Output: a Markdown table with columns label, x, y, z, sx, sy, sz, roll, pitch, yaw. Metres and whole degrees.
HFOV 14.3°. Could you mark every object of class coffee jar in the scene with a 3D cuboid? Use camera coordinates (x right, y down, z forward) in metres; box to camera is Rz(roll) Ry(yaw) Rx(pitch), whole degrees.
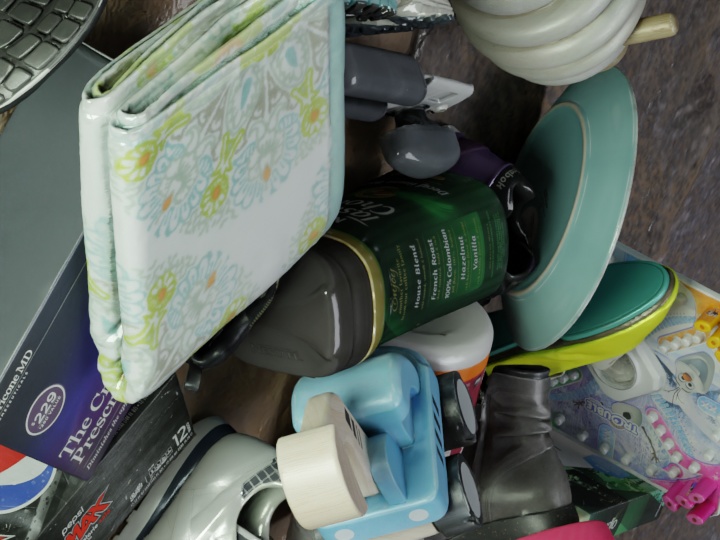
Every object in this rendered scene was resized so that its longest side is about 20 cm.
| label | x | y | z | sx | sy | sz | roll | pitch | yaw |
| --- | --- | --- | --- | --- | --- | --- | --- | --- | --- |
| coffee jar | 0.000 | 0.000 | 1.754 | 0.200 | 0.104 | 0.086 | -27 | 119 | -52 |

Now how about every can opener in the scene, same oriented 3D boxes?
| label | x | y | z | sx | sy | sz | roll | pitch | yaw |
| --- | --- | --- | --- | --- | --- | --- | --- | --- | --- |
| can opener | 0.018 | -0.094 | 1.721 | 0.053 | 0.067 | 0.200 | -21 | 172 | 21 |

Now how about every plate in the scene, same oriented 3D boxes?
| label | x | y | z | sx | sy | sz | roll | pitch | yaw |
| --- | --- | --- | --- | --- | --- | --- | --- | --- | --- |
| plate | 0.130 | -0.045 | 1.933 | 0.200 | 0.025 | 0.201 | -164 | -90 | -71 |

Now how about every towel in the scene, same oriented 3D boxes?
| label | x | y | z | sx | sy | sz | roll | pitch | yaw |
| --- | --- | --- | --- | --- | --- | --- | --- | --- | --- |
| towel | -0.075 | -0.052 | 1.453 | 0.171 | 0.048 | 0.201 | -40 | 146 | -35 |

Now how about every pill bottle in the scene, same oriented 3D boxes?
| label | x | y | z | sx | sy | sz | roll | pitch | yaw |
| --- | --- | --- | --- | --- | --- | --- | --- | --- | --- |
| pill bottle | 0.014 | 0.109 | 1.888 | 0.109 | 0.109 | 0.201 | -27 | 139 | -51 |

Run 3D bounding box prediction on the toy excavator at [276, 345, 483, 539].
| label | x | y | z | sx | sy | sz | roll | pitch | yaw |
| --- | --- | --- | --- | --- | --- | --- | --- | --- | --- |
| toy excavator | -0.004 | 0.103 | 1.695 | 0.200 | 0.099 | 0.195 | 59 | 21 | -46 |

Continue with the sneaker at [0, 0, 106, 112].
| label | x | y | z | sx | sy | sz | roll | pitch | yaw |
| --- | --- | --- | --- | --- | --- | --- | --- | --- | --- |
| sneaker | -0.130 | -0.151 | 1.374 | 0.201 | 0.076 | 0.088 | -59 | 161 | -8 |

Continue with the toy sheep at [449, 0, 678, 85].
| label | x | y | z | sx | sy | sz | roll | pitch | yaw |
| --- | --- | --- | --- | --- | --- | --- | --- | --- | --- |
| toy sheep | 0.117 | -0.184 | 1.765 | 0.138 | 0.138 | 0.200 | -55 | 143 | -13 |

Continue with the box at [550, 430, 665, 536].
| label | x | y | z | sx | sy | sz | roll | pitch | yaw |
| --- | --- | --- | --- | --- | --- | --- | --- | --- | --- |
| box | 0.125 | 0.151 | 2.105 | 0.200 | 0.144 | 0.036 | -12 | 126 | -60 |

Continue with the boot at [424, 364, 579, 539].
| label | x | y | z | sx | sy | sz | roll | pitch | yaw |
| --- | --- | --- | --- | --- | --- | --- | --- | --- | --- |
| boot | 0.050 | 0.135 | 1.988 | 0.070 | 0.199 | 0.132 | -26 | 102 | -75 |

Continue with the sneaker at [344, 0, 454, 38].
| label | x | y | z | sx | sy | sz | roll | pitch | yaw |
| --- | --- | --- | --- | --- | --- | --- | --- | --- | --- |
| sneaker | 0.004 | -0.178 | 1.615 | 0.200 | 0.077 | 0.087 | -2 | 85 | -78 |

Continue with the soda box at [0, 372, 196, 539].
| label | x | y | z | sx | sy | sz | roll | pitch | yaw |
| --- | --- | --- | --- | --- | --- | --- | --- | --- | --- |
| soda box | -0.179 | 0.131 | 1.593 | 0.200 | 0.063 | 0.071 | -51 | 153 | -24 |

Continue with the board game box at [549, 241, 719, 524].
| label | x | y | z | sx | sy | sz | roll | pitch | yaw |
| --- | --- | --- | --- | --- | --- | --- | --- | --- | --- |
| board game box | 0.182 | 0.068 | 2.061 | 0.026 | 0.199 | 0.201 | -40 | 148 | -39 |

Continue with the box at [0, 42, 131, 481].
| label | x | y | z | sx | sy | sz | roll | pitch | yaw |
| --- | --- | --- | --- | --- | --- | --- | --- | --- | --- |
| box | -0.149 | -0.004 | 1.499 | 0.201 | 0.079 | 0.141 | -61 | 153 | -2 |

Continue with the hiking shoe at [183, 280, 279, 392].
| label | x | y | z | sx | sy | sz | roll | pitch | yaw |
| --- | --- | --- | --- | --- | --- | --- | --- | --- | --- |
| hiking shoe | -0.058 | -0.031 | 1.602 | 0.101 | 0.075 | 0.201 | -105 | -149 | -65 |

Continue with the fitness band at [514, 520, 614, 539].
| label | x | y | z | sx | sy | sz | roll | pitch | yaw |
| --- | --- | --- | --- | --- | --- | --- | --- | --- | --- |
| fitness band | 0.079 | 0.221 | 1.928 | 0.199 | 0.038 | 0.144 | -21 | 164 | -3 |

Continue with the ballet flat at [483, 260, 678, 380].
| label | x | y | z | sx | sy | sz | roll | pitch | yaw |
| --- | --- | --- | --- | --- | --- | --- | --- | --- | --- |
| ballet flat | 0.141 | 0.047 | 1.998 | 0.067 | 0.199 | 0.067 | 50 | 32 | -39 |

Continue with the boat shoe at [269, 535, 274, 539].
| label | x | y | z | sx | sy | sz | roll | pitch | yaw |
| --- | --- | --- | --- | --- | --- | --- | --- | --- | --- |
| boat shoe | -0.062 | 0.225 | 1.813 | 0.072 | 0.061 | 0.201 | -41 | -169 | 5 |

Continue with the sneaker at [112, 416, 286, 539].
| label | x | y | z | sx | sy | sz | roll | pitch | yaw |
| --- | --- | --- | --- | --- | --- | --- | --- | --- | --- |
| sneaker | -0.111 | 0.191 | 1.769 | 0.201 | 0.080 | 0.076 | -60 | 157 | 0 |

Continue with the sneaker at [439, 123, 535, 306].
| label | x | y | z | sx | sy | sz | roll | pitch | yaw |
| --- | --- | --- | --- | --- | --- | --- | --- | --- | --- |
| sneaker | 0.070 | 0.004 | 1.913 | 0.076 | 0.087 | 0.201 | -42 | 149 | -36 |
